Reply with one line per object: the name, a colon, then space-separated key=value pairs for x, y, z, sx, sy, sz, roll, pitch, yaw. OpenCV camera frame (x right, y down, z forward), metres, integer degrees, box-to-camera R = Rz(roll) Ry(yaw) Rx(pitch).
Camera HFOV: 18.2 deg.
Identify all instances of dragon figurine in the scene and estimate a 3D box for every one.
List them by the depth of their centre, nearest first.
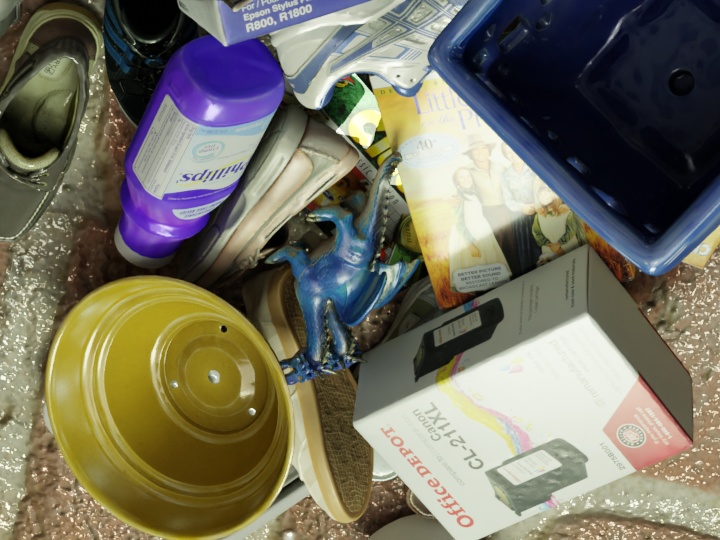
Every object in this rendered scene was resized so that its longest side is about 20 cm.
dragon figurine: x=0.000 y=0.000 z=1.591 sx=0.099 sy=0.059 sz=0.200 roll=51 pitch=122 yaw=7

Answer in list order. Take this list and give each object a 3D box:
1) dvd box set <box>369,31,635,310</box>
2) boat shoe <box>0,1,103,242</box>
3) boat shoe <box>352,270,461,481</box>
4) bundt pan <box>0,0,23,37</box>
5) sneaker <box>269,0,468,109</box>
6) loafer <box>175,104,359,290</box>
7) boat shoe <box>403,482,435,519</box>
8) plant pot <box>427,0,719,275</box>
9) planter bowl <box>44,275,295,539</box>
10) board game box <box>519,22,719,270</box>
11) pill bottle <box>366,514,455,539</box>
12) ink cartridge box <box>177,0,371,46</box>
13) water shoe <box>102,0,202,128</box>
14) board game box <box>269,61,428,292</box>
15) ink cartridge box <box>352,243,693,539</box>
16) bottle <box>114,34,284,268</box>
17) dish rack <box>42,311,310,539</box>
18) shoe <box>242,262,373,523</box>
dvd box set: x=0.101 y=-0.069 z=1.561 sx=0.146 sy=0.029 sz=0.200 roll=-9 pitch=123 yaw=13
boat shoe: x=-0.236 y=-0.095 z=1.589 sx=0.072 sy=0.066 sz=0.201 roll=20 pitch=124 yaw=-10
boat shoe: x=0.038 y=0.088 z=1.700 sx=0.074 sy=0.065 sz=0.202 roll=22 pitch=124 yaw=-11
bundt pan: x=-0.318 y=-0.209 z=1.510 sx=0.202 sy=0.076 sz=0.202 roll=2 pitch=126 yaw=3
sneaker: x=0.042 y=-0.163 z=1.480 sx=0.200 sy=0.075 sz=0.088 roll=-14 pitch=100 yaw=12
loafer: x=-0.069 y=-0.036 z=1.599 sx=0.063 sy=0.072 sz=0.200 roll=25 pitch=137 yaw=-13
boat shoe: x=0.108 y=0.137 z=1.728 sx=0.070 sy=0.070 sz=0.200 roll=35 pitch=122 yaw=-26
plant pot: x=0.187 y=-0.128 z=1.379 sx=0.200 sy=0.180 sz=0.200 roll=44 pitch=99 yaw=13
planter bowl: x=-0.122 y=0.088 z=1.631 sx=0.200 sy=0.083 sz=0.201 roll=8 pitch=110 yaw=22
board game box: x=0.182 y=-0.093 z=1.581 sx=0.200 sy=0.035 sz=0.136 roll=21 pitch=124 yaw=-11
pill bottle: x=0.075 y=0.298 z=1.816 sx=0.113 sy=0.113 sz=0.200 roll=-21 pitch=121 yaw=18
ink cartridge box: x=-0.006 y=-0.190 z=1.389 sx=0.199 sy=0.200 sz=0.041 roll=-19 pitch=109 yaw=-10
water shoe: x=-0.146 y=-0.163 z=1.527 sx=0.071 sy=0.079 sz=0.200 roll=0 pitch=125 yaw=4
board game box: x=-0.001 y=-0.073 z=1.617 sx=0.105 sy=0.023 sz=0.200 roll=-33 pitch=117 yaw=22
ink cartridge box: x=0.116 y=0.093 z=1.607 sx=0.200 sy=0.083 sz=0.146 roll=-27 pitch=120 yaw=25
bottle: x=-0.119 y=-0.077 z=1.546 sx=0.083 sy=0.065 sz=0.200 roll=-16 pitch=153 yaw=-36
dish rack: x=-0.125 y=0.116 z=1.744 sx=0.172 sy=0.044 sz=0.200 roll=-36 pitch=115 yaw=25
shoe: x=-0.040 y=0.092 z=1.681 sx=0.053 sy=0.070 sz=0.200 roll=-10 pitch=98 yaw=37
